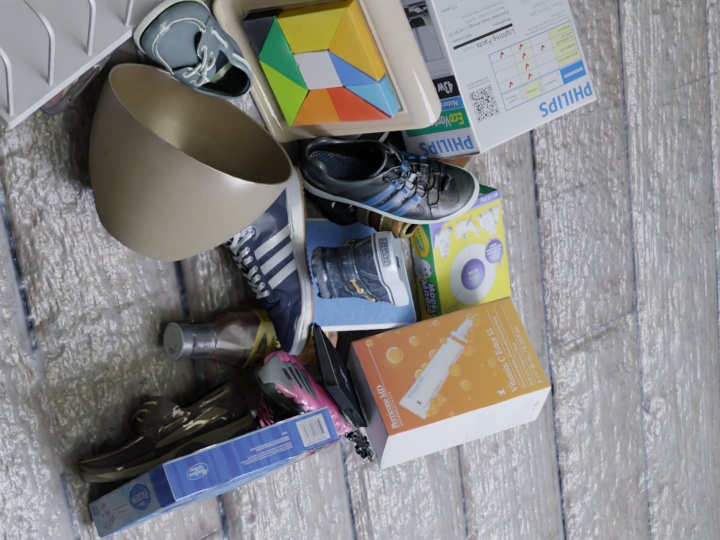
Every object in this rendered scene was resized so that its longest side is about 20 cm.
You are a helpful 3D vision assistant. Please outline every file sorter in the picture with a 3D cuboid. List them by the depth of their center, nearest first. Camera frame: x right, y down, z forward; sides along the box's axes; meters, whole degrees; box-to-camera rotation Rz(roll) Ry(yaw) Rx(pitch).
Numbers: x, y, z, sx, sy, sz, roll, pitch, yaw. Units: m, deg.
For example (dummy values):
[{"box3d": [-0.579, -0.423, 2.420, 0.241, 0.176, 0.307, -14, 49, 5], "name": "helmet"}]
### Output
[{"box3d": [-0.278, -0.255, 1.323, 0.139, 0.125, 0.200, 45, 67, 6], "name": "file sorter"}]

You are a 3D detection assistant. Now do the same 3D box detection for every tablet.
[{"box3d": [-0.026, 0.004, 1.683, 0.199, 0.014, 0.131, -1, 73, -40], "name": "tablet"}]

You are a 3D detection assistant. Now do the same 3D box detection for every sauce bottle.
[{"box3d": [-0.119, 0.074, 1.630, 0.199, 0.066, 0.066, -2, 104, -38], "name": "sauce bottle"}]

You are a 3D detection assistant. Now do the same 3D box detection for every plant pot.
[{"box3d": [-0.183, -0.088, 1.463, 0.200, 0.200, 0.135, 14, 117, -41], "name": "plant pot"}]

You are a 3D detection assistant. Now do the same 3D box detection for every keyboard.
[{"box3d": [-0.018, 0.138, 1.616, 0.020, 0.128, 0.200, -20, 160, 3], "name": "keyboard"}]

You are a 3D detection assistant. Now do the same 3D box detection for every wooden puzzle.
[{"box3d": [-0.037, -0.212, 1.536, 0.186, 0.199, 0.037, 65, 35, -31], "name": "wooden puzzle"}]

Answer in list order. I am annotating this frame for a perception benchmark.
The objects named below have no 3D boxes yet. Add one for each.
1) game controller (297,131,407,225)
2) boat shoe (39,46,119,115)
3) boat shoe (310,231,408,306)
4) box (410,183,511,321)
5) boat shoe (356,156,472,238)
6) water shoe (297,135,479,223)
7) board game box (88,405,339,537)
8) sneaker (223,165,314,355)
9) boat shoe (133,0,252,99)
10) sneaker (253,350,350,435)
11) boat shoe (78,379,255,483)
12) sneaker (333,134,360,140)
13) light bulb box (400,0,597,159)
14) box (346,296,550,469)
[{"box3d": [0.011, -0.150, 1.695, 0.104, 0.042, 0.200, 43, 74, -24], "name": "game controller"}, {"box3d": [-0.254, -0.232, 1.430, 0.201, 0.072, 0.065, -59, 154, -25], "name": "boat shoe"}, {"box3d": [0.000, 0.000, 1.624, 0.200, 0.090, 0.071, 58, 23, -77], "name": "boat shoe"}, {"box3d": [0.123, 0.009, 1.821, 0.117, 0.048, 0.201, -24, 119, -32], "name": "box"}, {"box3d": [0.081, -0.094, 1.718, 0.200, 0.068, 0.072, -42, 149, -35], "name": "boat shoe"}, {"box3d": [0.033, -0.097, 1.610, 0.199, 0.079, 0.072, 6, 74, -7], "name": "water shoe"}, {"box3d": [-0.153, 0.209, 1.558, 0.199, 0.199, 0.044, -16, 81, -35], "name": "board game box"}, {"box3d": [-0.111, -0.010, 1.572, 0.108, 0.070, 0.201, -1, 80, -23], "name": "sneaker"}, {"box3d": [-0.154, -0.209, 1.454, 0.073, 0.062, 0.200, -43, 167, 6], "name": "boat shoe"}, {"box3d": [-0.082, 0.153, 1.645, 0.095, 0.079, 0.200, -28, 152, 6], "name": "sneaker"}, {"box3d": [-0.209, 0.168, 1.589, 0.199, 0.074, 0.074, -18, 88, -30], "name": "boat shoe"}, {"box3d": [-0.036, -0.243, 1.610, 0.099, 0.078, 0.201, -52, 131, -36], "name": "sneaker"}, {"box3d": [0.130, -0.247, 1.668, 0.198, 0.125, 0.201, -26, 104, -34], "name": "light bulb box"}, {"box3d": [0.097, 0.127, 1.726, 0.199, 0.125, 0.098, -16, 154, -14], "name": "box"}]
